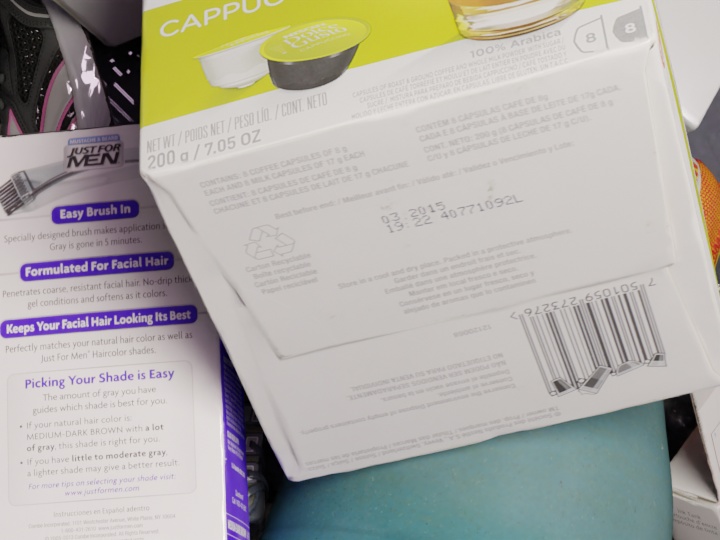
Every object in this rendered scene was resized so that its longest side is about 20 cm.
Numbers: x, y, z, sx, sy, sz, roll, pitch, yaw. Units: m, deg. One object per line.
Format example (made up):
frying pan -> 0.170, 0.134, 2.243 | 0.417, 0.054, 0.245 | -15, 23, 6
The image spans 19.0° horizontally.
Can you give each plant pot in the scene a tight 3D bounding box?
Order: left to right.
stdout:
plant pot -> 0.058, 0.099, 1.009 | 0.200, 0.200, 0.188 | 21, 70, -14

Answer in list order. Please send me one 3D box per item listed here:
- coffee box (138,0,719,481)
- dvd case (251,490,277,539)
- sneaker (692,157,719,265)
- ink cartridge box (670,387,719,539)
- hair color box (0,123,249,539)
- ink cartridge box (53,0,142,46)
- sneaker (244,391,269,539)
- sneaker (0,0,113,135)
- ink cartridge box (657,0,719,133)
coffee box -> 0.032, -0.065, 0.903 | 0.200, 0.200, 0.198 | -13, 46, 10
dvd case -> -0.057, 0.181, 1.065 | 0.200, 0.018, 0.143 | 0, 83, -18
sneaker -> 0.144, 0.037, 1.124 | 0.077, 0.073, 0.200 | 32, 85, -48
ink cartridge box -> 0.218, 0.048, 1.094 | 0.200, 0.045, 0.176 | -48, 133, -30
hair color box -> -0.109, 0.039, 0.951 | 0.109, 0.065, 0.200 | -4, 77, 7
ink cartridge box -> -0.092, -0.229, 1.014 | 0.144, 0.084, 0.200 | -20, 65, 15
sneaker -> -0.067, 0.083, 1.023 | 0.081, 0.074, 0.200 | 38, 78, 11
sneaker -> -0.158, -0.050, 1.036 | 0.086, 0.080, 0.200 | -15, 82, -10
ink cartridge box -> 0.094, -0.168, 1.096 | 0.200, 0.145, 0.145 | 34, 74, -10
